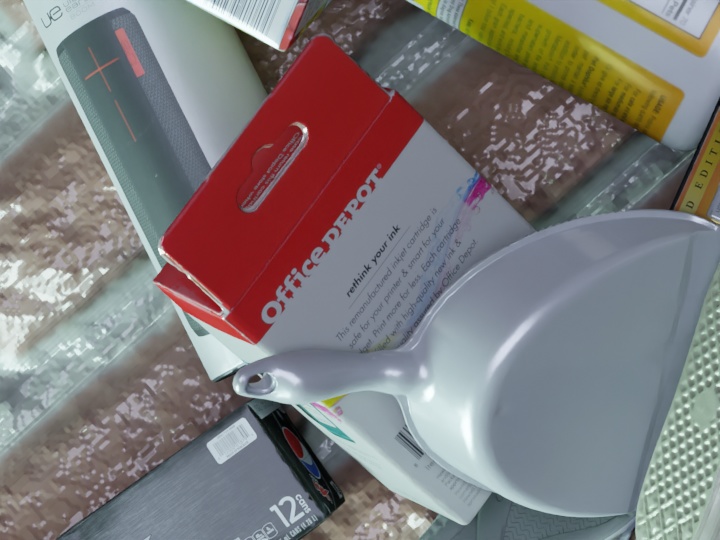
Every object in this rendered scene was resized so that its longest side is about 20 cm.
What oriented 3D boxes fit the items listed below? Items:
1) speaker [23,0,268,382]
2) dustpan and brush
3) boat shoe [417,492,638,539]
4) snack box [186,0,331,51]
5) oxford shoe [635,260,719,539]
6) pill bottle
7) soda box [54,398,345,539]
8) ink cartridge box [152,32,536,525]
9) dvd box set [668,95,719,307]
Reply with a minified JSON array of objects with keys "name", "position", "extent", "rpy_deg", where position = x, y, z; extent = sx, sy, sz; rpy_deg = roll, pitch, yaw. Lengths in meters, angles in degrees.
[{"name":"speaker","position":[-0.074,-0.058,1.287],"extent":[0.081,0.081,0.201],"rpy_deg":[-26,88,7]},{"name":"dustpan and brush","position":[0.045,0.042,1.182],"extent":[0.199,0.057,0.140],"rpy_deg":[-8,122,-33]},{"name":"boat shoe","position":[0.073,0.113,1.287],"extent":[0.074,0.065,0.202],"rpy_deg":[40,91,14]},{"name":"snack box","position":[-0.087,-0.183,1.252],"extent":[0.199,0.142,0.053],"rpy_deg":[28,122,5]},{"name":"oxford shoe","position":[0.171,0.036,1.171],"extent":[0.057,0.075,0.201],"rpy_deg":[13,106,-26]},{"name":"pill bottle","position":[0.114,-0.124,1.247],"extent":[0.199,0.109,0.110],"rpy_deg":[30,95,5]},{"name":"soda box","position":[-0.106,0.137,1.298],"extent":[0.200,0.071,0.063],"rpy_deg":[-36,88,7]},{"name":"ink cartridge box","position":[0.000,0.000,1.211],"extent":[0.200,0.067,0.116],"rpy_deg":[43,78,-32]},{"name":"dvd box set","position":[0.215,0.023,1.212],"extent":[0.199,0.029,0.147],"rpy_deg":[23,120,4]}]
